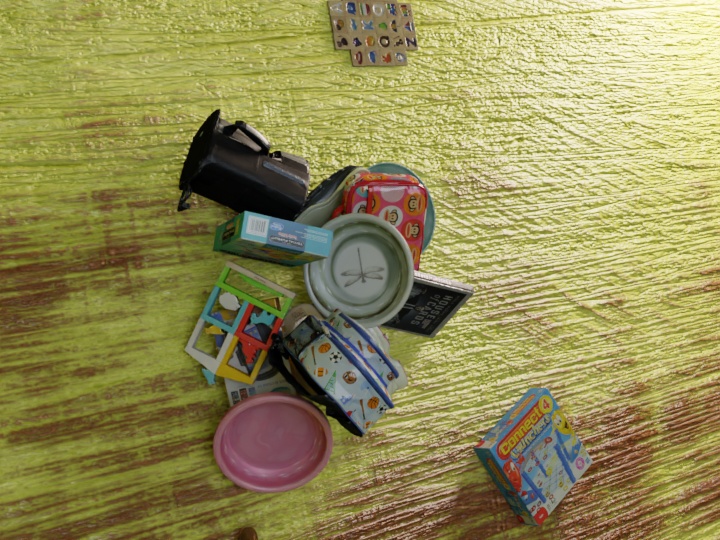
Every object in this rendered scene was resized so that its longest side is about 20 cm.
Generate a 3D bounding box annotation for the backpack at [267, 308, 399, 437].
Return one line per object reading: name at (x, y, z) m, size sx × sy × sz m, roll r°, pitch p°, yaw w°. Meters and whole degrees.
backpack at (-0.025, 0.169, 1.424) m, size 0.154 × 0.191 × 0.200 m, roll -43°, pitch 121°, yaw 2°

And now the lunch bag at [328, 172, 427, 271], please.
lunch bag at (0.025, -0.078, 1.602) m, size 0.175 × 0.082 × 0.201 m, roll 0°, pitch 112°, yaw -13°

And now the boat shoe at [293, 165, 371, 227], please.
boat shoe at (-0.069, -0.124, 1.623) m, size 0.199 × 0.066 × 0.075 m, roll -46°, pitch 132°, yaw -1°

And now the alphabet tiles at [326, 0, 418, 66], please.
alphabet tiles at (0.027, -0.493, 1.772) m, size 0.199 × 0.006 × 0.167 m, roll -8°, pitch 87°, yaw -31°

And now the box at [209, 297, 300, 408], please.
box at (-0.177, 0.156, 1.502) m, size 0.118 × 0.041 × 0.201 m, roll -13°, pitch 87°, yaw 5°

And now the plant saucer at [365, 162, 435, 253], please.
plant saucer at (0.055, -0.109, 1.711) m, size 0.199 × 0.036 × 0.201 m, roll 5°, pitch 81°, yaw -30°

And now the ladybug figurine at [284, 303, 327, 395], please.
ladybug figurine at (-0.079, 0.147, 1.570) m, size 0.135 × 0.072 × 0.201 m, roll -33°, pitch 99°, yaw -22°

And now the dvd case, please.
dvd case at (0.092, 0.060, 1.648) m, size 0.199 × 0.150 × 0.025 m, roll 14°, pitch 44°, yaw -27°

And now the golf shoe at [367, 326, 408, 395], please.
golf shoe at (0.013, 0.157, 1.616) m, size 0.091 × 0.075 × 0.201 m, roll -36°, pitch 111°, yaw -18°

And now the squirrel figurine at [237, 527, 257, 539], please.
squirrel figurine at (-0.131, 0.558, 1.465) m, size 0.186 × 0.141 × 0.201 m, roll 29°, pitch 83°, yaw -34°

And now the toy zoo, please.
toy zoo at (-0.208, 0.100, 1.475) m, size 0.131 × 0.020 × 0.201 m, roll 25°, pitch 92°, yaw 4°

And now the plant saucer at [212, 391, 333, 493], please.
plant saucer at (-0.147, 0.282, 1.478) m, size 0.199 × 0.051 × 0.202 m, roll -3°, pitch 118°, yaw -7°

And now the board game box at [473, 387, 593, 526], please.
board game box at (0.356, 0.378, 1.797) m, size 0.200 × 0.056 × 0.196 m, roll -40°, pitch 103°, yaw -28°

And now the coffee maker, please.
coffee maker at (-0.202, -0.147, 1.520) m, size 0.199 × 0.135 × 0.193 m, roll 26°, pitch 77°, yaw -25°

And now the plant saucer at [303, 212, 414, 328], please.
plant saucer at (0.000, 0.000, 1.537) m, size 0.050 × 0.199 × 0.201 m, roll -15°, pitch 90°, yaw -75°

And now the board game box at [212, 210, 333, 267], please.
board game box at (-0.151, -0.048, 1.478) m, size 0.150 × 0.200 × 0.047 m, roll 12°, pitch 81°, yaw -20°
